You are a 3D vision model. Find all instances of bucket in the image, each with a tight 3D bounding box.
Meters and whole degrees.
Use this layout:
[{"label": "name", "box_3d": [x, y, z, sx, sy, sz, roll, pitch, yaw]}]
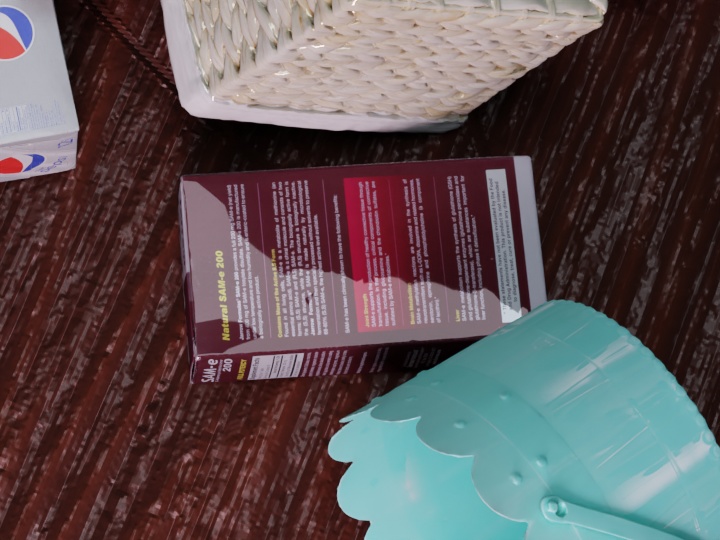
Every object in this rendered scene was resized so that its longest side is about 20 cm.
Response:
[{"label": "bucket", "box_3d": [0.095, 0.125, 1.590, 0.135, 0.207, 0.208, -32, 78, -22]}]

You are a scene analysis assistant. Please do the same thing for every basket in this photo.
[{"label": "basket", "box_3d": [0.002, -0.195, 1.657, 0.199, 0.161, 0.199, 1, 70, -37]}]

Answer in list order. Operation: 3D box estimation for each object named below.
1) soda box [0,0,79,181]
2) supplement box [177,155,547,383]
[{"label": "soda box", "box_3d": [-0.209, -0.154, 1.712, 0.063, 0.068, 0.201, -10, 75, -10]}, {"label": "supplement box", "box_3d": [0.000, 0.000, 1.688, 0.199, 0.061, 0.109, -3, 73, -7]}]
